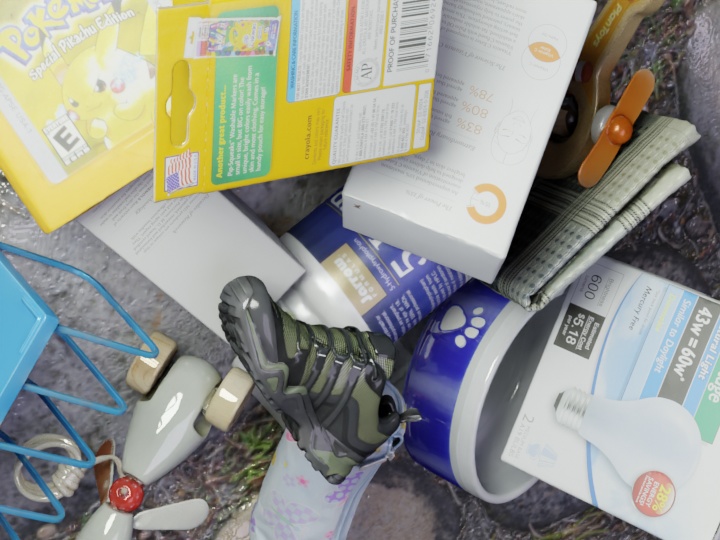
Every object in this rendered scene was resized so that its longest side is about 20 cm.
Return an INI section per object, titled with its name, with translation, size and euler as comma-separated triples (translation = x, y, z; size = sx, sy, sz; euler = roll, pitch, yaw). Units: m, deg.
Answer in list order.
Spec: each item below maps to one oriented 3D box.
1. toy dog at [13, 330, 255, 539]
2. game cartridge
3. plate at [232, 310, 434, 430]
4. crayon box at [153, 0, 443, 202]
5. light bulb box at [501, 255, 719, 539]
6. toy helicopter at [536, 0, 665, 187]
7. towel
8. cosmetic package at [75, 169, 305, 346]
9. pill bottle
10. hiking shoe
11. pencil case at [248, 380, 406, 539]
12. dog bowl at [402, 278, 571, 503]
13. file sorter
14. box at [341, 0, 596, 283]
[toy dog]
translation = -0.163, 0.142, 1.339
size = 0.200, 0.132, 0.096
euler = -41, 172, -1
[game cartridge]
translation = -0.181, -0.151, 1.076
size = 0.176, 0.032, 0.201
euler = -32, 107, 3
[plate]
translation = 0.012, 0.075, 1.462
size = 0.200, 0.032, 0.200
euler = -42, 134, -7
[crayon box]
translation = -0.047, -0.124, 1.053
size = 0.199, 0.052, 0.127
euler = -13, 123, -29
[light bulb box]
translation = 0.257, 0.115, 1.429
size = 0.125, 0.199, 0.200
euler = 18, 94, -59
[toy helicopter]
translation = 0.187, -0.156, 1.351
size = 0.078, 0.133, 0.201
euler = 4, 129, -37
[towel]
translation = 0.174, -0.056, 1.391
size = 0.200, 0.193, 0.035
euler = -45, 109, -3
[cosmetic package]
translation = -0.142, -0.044, 1.223
size = 0.085, 0.108, 0.200
euler = -47, 135, 2
[pill bottle]
translation = 0.000, 0.000, 1.334
size = 0.200, 0.120, 0.120
euler = -40, 133, -8
[hiking shoe]
translation = -0.030, 0.062, 1.240
size = 0.100, 0.076, 0.201
euler = -35, 131, -5
[pencil case]
translation = -0.028, 0.168, 1.418
size = 0.083, 0.090, 0.201
euler = -48, 167, -49
[dog bowl]
translation = 0.123, 0.094, 1.479
size = 0.200, 0.078, 0.202
euler = -34, 136, -41
[file sorter]
translation = -0.255, 0.097, 1.211
size = 0.122, 0.139, 0.201
euler = 22, 103, -45
[box]
translation = 0.077, -0.111, 1.239
size = 0.098, 0.123, 0.201
euler = 94, 18, -78
